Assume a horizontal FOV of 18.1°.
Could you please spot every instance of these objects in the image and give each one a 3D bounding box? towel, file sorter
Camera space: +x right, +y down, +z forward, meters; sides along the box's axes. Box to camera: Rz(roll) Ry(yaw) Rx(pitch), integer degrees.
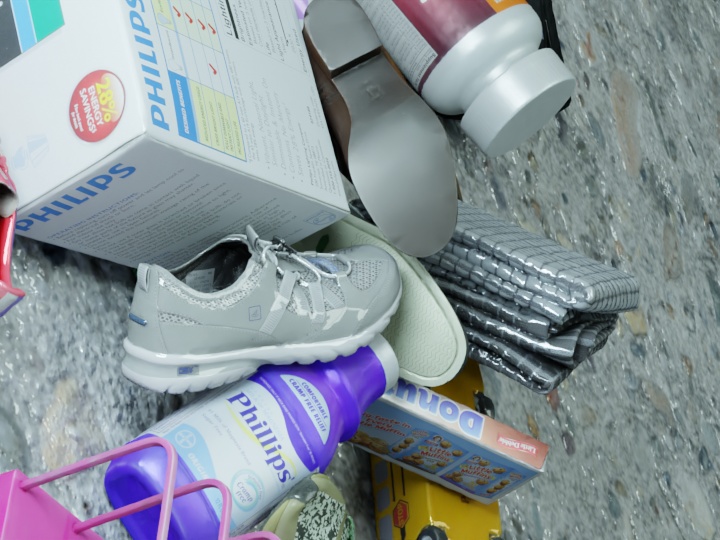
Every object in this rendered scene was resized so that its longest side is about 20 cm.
[{"bbox_3d":[0.087,0.010,1.615,0.086,0.200,0.166,-69,164,10],"label":"towel"},{"bbox_3d":[-0.097,0.202,1.218,0.200,0.125,0.139,47,35,-38],"label":"file sorter"}]

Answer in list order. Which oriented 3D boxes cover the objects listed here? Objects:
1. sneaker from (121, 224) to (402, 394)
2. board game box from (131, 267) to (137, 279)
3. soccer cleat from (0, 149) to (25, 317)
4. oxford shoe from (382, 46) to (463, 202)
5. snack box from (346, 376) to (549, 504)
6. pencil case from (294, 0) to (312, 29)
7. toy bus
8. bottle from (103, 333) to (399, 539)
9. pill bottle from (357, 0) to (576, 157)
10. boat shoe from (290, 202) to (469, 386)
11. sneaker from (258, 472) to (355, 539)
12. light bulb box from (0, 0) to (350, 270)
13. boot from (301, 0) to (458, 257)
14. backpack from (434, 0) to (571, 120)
[{"bbox_3d":[-0.051,0.011,1.336,0.200,0.075,0.082,-19,120,-41],"label":"sneaker"},{"bbox_3d":[-0.086,-0.006,1.490,0.200,0.023,0.105,-33,103,-62],"label":"board game box"},{"bbox_3d":[-0.216,-0.057,1.226,0.068,0.073,0.200,30,47,-52],"label":"soccer cleat"},{"bbox_3d":[0.027,-0.112,1.723,0.200,0.071,0.071,62,23,-13],"label":"oxford shoe"},{"bbox_3d":[0.021,0.097,1.474,0.200,0.072,0.024,26,56,-19],"label":"snack box"},{"bbox_3d":[-0.065,-0.205,1.593,0.200,0.085,0.084,60,10,-23],"label":"pencil case"},{"bbox_3d":[0.050,0.141,1.571,0.065,0.078,0.200,13,58,-33],"label":"toy bus"},{"bbox_3d":[-0.058,0.098,1.348,0.200,0.065,0.084,-33,92,-37],"label":"bottle"},{"bbox_3d":[0.069,-0.191,1.738,0.200,0.110,0.110,51,24,14],"label":"pill bottle"},{"bbox_3d":[0.000,0.000,1.469,0.200,0.072,0.068,41,11,22],"label":"boat shoe"},{"bbox_3d":[-0.004,0.204,1.351,0.077,0.088,0.200,-42,137,-34],"label":"sneaker"},{"bbox_3d":[-0.129,-0.115,1.345,0.200,0.125,0.199,19,50,-53],"label":"light bulb box"},{"bbox_3d":[0.011,-0.072,1.483,0.200,0.064,0.187,95,-24,-75],"label":"boot"},{"bbox_3d":[0.093,-0.229,1.865,0.163,0.153,0.201,-16,108,-61],"label":"backpack"}]
